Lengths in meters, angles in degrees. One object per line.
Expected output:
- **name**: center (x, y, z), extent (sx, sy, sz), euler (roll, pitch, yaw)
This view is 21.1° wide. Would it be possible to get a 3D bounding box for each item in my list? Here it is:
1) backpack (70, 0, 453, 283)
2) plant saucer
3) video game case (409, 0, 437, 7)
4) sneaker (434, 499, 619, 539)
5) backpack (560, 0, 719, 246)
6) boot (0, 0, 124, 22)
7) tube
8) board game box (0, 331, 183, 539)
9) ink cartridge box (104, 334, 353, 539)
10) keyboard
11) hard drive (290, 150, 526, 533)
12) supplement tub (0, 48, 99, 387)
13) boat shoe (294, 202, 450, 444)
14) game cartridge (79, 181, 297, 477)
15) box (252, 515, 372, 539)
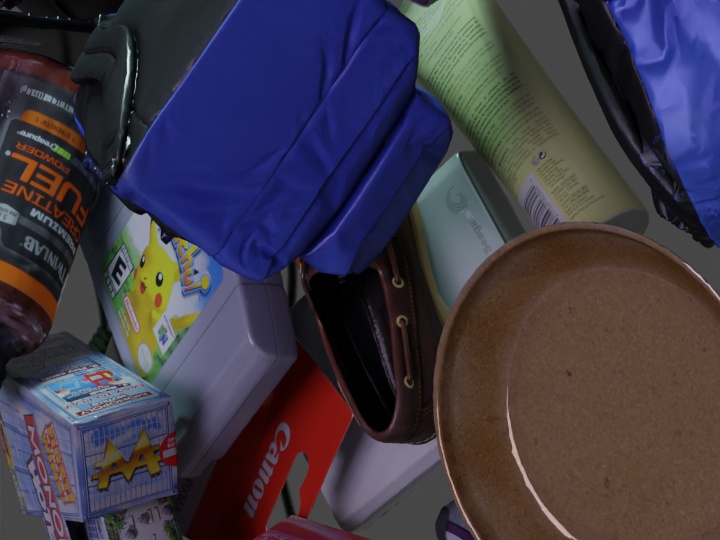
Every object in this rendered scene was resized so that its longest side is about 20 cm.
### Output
- **backpack**: center (-0.059, -0.087, 0.994), extent (0.163, 0.168, 0.200), euler (-50, 26, 0)
- **plant saucer**: center (0.122, 0.075, 0.933), extent (0.199, 0.035, 0.203), euler (9, 104, 40)
- **video game case**: center (0.081, -0.237, 0.934), extent (0.036, 0.181, 0.201), euler (28, 114, 7)
- **sneaker**: center (0.134, 0.139, 1.003), extent (0.199, 0.074, 0.088), euler (19, 88, 32)
- **backpack**: center (0.173, -0.122, 0.859), extent (0.166, 0.162, 0.202), euler (-21, 78, 17)
- **boot**: center (-0.184, -0.203, 1.171), extent (0.199, 0.167, 0.077), euler (-11, 68, 42)
- **tube**: center (0.080, -0.087, 1.036), extent (0.058, 0.052, 0.201), euler (-32, 62, -5)
- **board game box**: center (-0.151, 0.133, 1.130), extent (0.200, 0.061, 0.202), euler (-14, 91, 68)
- **ink cartridge box**: center (-0.094, 0.087, 1.171), extent (0.200, 0.057, 0.164), euler (54, 129, 47)
- **keyboard**: center (-0.215, -0.151, 1.162), extent (0.104, 0.199, 0.040), euler (-13, 78, 47)
- **hard drive**: center (0.028, 0.044, 1.104), extent (0.200, 0.026, 0.133), euler (-43, 66, 36)
- **supplement tub**: center (-0.219, -0.022, 1.144), extent (0.106, 0.107, 0.202), euler (-7, 60, 41)
- **boat shoe**: center (0.000, 0.000, 1.062), extent (0.070, 0.070, 0.201), euler (-39, 67, 38)
- **game cartridge**: center (-0.103, 0.001, 1.129), extent (0.134, 0.040, 0.201), euler (-50, 50, 33)
- **box**: center (0.019, 0.215, 1.043), extent (0.198, 0.102, 0.096), euler (15, 106, 24)
